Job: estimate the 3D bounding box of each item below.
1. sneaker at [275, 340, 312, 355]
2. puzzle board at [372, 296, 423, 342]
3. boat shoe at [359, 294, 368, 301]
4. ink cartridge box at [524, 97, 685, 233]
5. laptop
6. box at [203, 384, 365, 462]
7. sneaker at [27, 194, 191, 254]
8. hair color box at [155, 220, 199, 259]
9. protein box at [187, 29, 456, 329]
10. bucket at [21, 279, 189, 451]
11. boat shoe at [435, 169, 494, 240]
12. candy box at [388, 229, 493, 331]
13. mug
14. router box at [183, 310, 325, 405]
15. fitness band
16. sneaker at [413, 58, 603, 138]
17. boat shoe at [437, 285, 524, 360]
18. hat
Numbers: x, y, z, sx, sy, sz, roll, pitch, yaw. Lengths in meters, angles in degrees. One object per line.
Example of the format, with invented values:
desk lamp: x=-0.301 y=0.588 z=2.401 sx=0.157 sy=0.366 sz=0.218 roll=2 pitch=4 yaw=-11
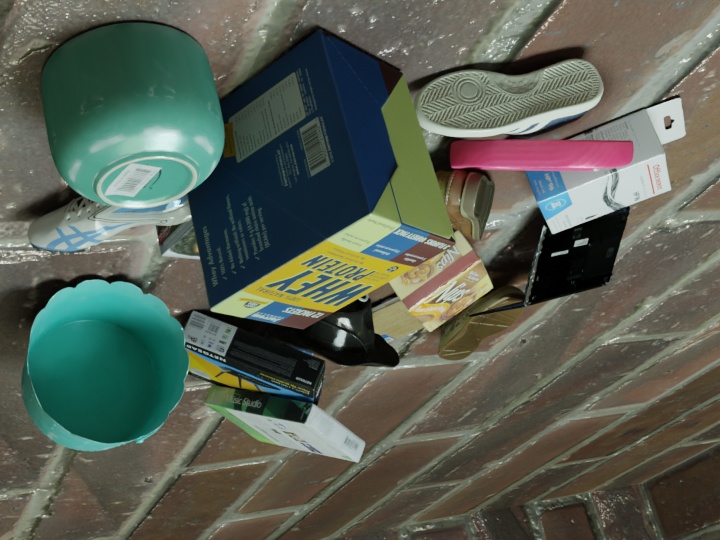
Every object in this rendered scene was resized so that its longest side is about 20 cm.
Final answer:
sneaker: x=-0.113 y=0.160 z=1.663 sx=0.076 sy=0.077 sz=0.200 roll=6 pitch=151 yaw=-3
puzzle board: x=0.036 y=0.082 z=1.680 sx=0.200 sy=0.017 sz=0.151 roll=-25 pitch=156 yaw=21
boat shoe: x=-0.001 y=-0.005 z=1.402 sx=0.202 sy=0.075 sz=0.086 roll=-30 pitch=158 yaw=10
ink cartridge box: x=0.311 y=-0.126 z=1.316 sx=0.200 sy=0.068 sz=0.116 roll=-22 pitch=157 yaw=13
laptop: x=0.272 y=-0.011 z=1.549 sx=0.177 sy=0.103 sz=0.200 roll=-13 pitch=125 yaw=-35
box: x=-0.111 y=0.221 z=1.554 sx=0.200 sy=0.036 sz=0.144 roll=4 pitch=152 yaw=37
sneaker: x=-0.257 y=-0.070 z=1.104 sx=0.200 sy=0.072 sz=0.073 roll=-15 pitch=123 yaw=14
hair color box: x=-0.120 y=-0.055 z=1.213 sx=0.200 sy=0.061 sz=0.099 roll=5 pitch=149 yaw=-39
protein box: x=-0.048 y=-0.079 z=1.028 sx=0.200 sy=0.199 sz=0.135 roll=-30 pitch=153 yaw=31
bucket: x=-0.320 y=0.125 z=1.325 sx=0.207 sy=0.207 sz=0.135 roll=-4 pitch=164 yaw=-25
boat shoe: x=0.120 y=-0.087 z=1.301 sx=0.068 sy=0.072 sz=0.200 roll=13 pitch=171 yaw=13
candy box: x=0.113 y=0.018 z=1.464 sx=0.115 sy=0.055 sz=0.200 roll=-36 pitch=163 yaw=3
mug: x=-0.195 y=-0.118 z=0.954 sx=0.152 sy=0.114 sz=0.185 roll=-16 pitch=157 yaw=0
router box: x=-0.151 y=0.137 z=1.514 sx=0.200 sy=0.051 sz=0.149 roll=20 pitch=156 yaw=5
fitness band: x=0.197 y=-0.126 z=1.177 sx=0.200 sy=0.037 sz=0.144 roll=2 pitch=-173 yaw=23
sneaker: x=0.150 y=-0.166 z=1.122 sx=0.200 sy=0.075 sz=0.085 roll=-7 pitch=165 yaw=-8
boat shoe: x=0.187 y=0.073 z=1.712 sx=0.073 sy=0.063 sz=0.200 roll=19 pitch=138 yaw=-29
hat: x=-0.028 y=0.069 z=1.509 sx=0.201 sy=0.201 sz=0.081 roll=6 pitch=105 yaw=-41
